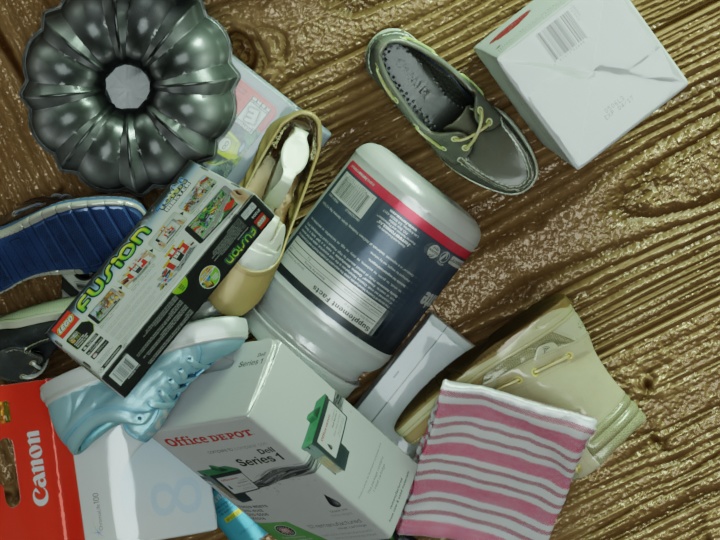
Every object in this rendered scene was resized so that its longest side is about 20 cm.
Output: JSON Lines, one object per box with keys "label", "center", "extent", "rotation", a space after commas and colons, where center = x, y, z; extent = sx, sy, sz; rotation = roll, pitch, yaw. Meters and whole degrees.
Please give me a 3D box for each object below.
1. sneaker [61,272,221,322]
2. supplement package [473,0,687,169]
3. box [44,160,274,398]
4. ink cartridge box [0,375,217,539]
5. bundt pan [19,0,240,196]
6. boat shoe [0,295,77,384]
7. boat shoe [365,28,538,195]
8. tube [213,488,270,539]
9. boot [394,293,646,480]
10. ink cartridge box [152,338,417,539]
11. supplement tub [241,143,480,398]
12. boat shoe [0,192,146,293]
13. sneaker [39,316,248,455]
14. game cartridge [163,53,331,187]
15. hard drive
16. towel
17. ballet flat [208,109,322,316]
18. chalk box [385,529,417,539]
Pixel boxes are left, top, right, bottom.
{"label": "sneaker", "center": [-0.191, 0.012, 1.695], "extent": [0.199, 0.076, 0.088], "rotation": [-10, 90, 25]}
{"label": "supplement package", "center": [0.187, -0.180, 1.642], "extent": [0.121, 0.200, 0.120], "rotation": [-38, 99, 3]}
{"label": "box", "center": [-0.172, 0.004, 1.601], "extent": [0.200, 0.110, 0.035], "rotation": [-51, 129, -9]}
{"label": "ink cartridge box", "center": [-0.236, 0.169, 1.685], "extent": [0.199, 0.047, 0.161], "rotation": [-7, 86, -27]}
{"label": "bundt pan", "center": [-0.207, -0.161, 1.661], "extent": [0.201, 0.076, 0.203], "rotation": [0, 100, -1]}
{"label": "boat shoe", "center": [-0.304, 0.068, 1.704], "extent": [0.199, 0.072, 0.068], "rotation": [-17, 97, 29]}
{"label": "boat shoe", "center": [0.084, -0.140, 1.715], "extent": [0.202, 0.060, 0.072], "rotation": [43, 95, -7]}
{"label": "tube", "center": [-0.152, 0.170, 1.765], "extent": [0.077, 0.050, 0.200], "rotation": [-37, 92, -6]}
{"label": "boot", "center": [0.147, 0.137, 1.730], "extent": [0.200, 0.073, 0.156], "rotation": [-36, 99, 0]}
{"label": "ink cartridge box", "center": [-0.071, 0.157, 1.675], "extent": [0.200, 0.146, 0.085], "rotation": [43, 53, -30]}
{"label": "supplement tub", "center": [0.000, 0.000, 1.693], "extent": [0.140, 0.140, 0.200], "rotation": [37, 96, -7]}
{"label": "boat shoe", "center": [-0.281, -0.037, 1.697], "extent": [0.199, 0.073, 0.073], "rotation": [-14, 120, 13]}
{"label": "sneaker", "center": [-0.178, 0.103, 1.632], "extent": [0.199, 0.074, 0.082], "rotation": [-23, 82, 17]}
{"label": "game cartridge", "center": [-0.144, -0.135, 1.722], "extent": [0.200, 0.041, 0.133], "rotation": [37, 100, -7]}
{"label": "hard drive", "center": [0.103, 0.152, 1.777], "extent": [0.200, 0.027, 0.132], "rotation": [38, 95, -7]}
{"label": "towel", "center": [0.120, 0.186, 1.706], "extent": [0.146, 0.030, 0.201], "rotation": [13, 132, -3]}
{"label": "ballet flat", "center": [-0.084, -0.057, 1.643], "extent": [0.068, 0.063, 0.201], "rotation": [24, 66, -15]}
{"label": "chalk box", "center": [0.035, 0.325, 1.753], "extent": [0.200, 0.125, 0.124], "rotation": [34, 96, -5]}
